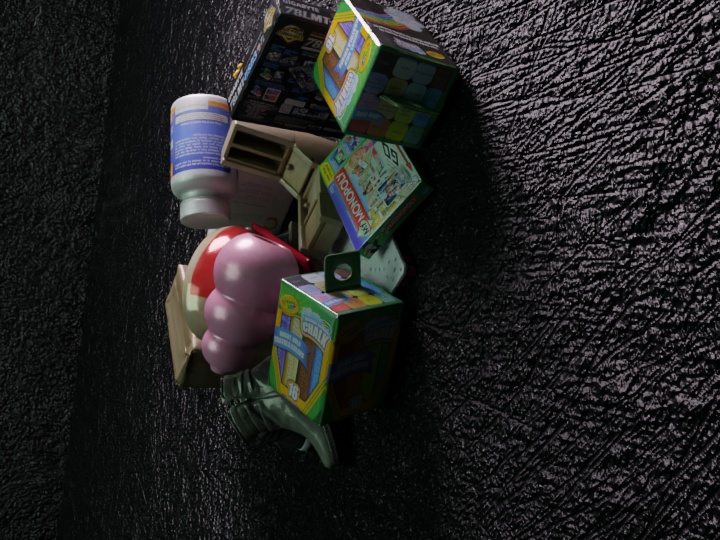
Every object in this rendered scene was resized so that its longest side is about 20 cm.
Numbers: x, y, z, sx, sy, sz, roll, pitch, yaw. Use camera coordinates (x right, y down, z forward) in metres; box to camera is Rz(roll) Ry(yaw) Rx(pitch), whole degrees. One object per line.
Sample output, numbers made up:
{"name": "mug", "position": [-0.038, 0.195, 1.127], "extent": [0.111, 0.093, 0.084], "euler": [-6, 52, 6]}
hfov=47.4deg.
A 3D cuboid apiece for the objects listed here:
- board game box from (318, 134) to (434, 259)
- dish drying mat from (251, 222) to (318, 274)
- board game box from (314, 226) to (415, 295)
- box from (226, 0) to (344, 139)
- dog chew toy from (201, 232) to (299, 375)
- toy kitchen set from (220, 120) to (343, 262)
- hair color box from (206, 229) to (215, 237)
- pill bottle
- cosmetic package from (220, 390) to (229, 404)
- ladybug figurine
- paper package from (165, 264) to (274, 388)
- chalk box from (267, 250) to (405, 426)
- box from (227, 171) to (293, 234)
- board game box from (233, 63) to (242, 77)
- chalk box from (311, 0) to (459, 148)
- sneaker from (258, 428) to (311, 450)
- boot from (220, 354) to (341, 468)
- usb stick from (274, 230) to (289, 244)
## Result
{"name": "board game box", "position": [0.016, -0.130, 1.145], "extent": [0.135, 0.029, 0.201], "euler": [-46, 42, 20]}
{"name": "dish drying mat", "position": [-0.109, -0.017, 1.257], "extent": [0.200, 0.018, 0.077], "euler": [34, 155, 55]}
{"name": "board game box", "position": [0.000, 0.000, 1.187], "extent": [0.201, 0.026, 0.201], "euler": [-59, 36, 35]}
{"name": "box", "position": [-0.071, -0.290, 1.205], "extent": [0.199, 0.198, 0.050], "euler": [-54, 42, 42]}
{"name": "dog chew toy", "position": [-0.166, 0.052, 1.167], "extent": [0.124, 0.123, 0.202], "euler": [27, 96, 60]}
{"name": "toy kitchen set", "position": [-0.135, -0.101, 1.272], "extent": [0.201, 0.178, 0.164], "euler": [-96, 28, -47]}
{"name": "hair color box", "position": [-0.267, -0.075, 1.656], "extent": [0.099, 0.060, 0.203], "euler": [28, 108, 59]}
{"name": "pill bottle", "position": [-0.258, -0.176, 1.353], "extent": [0.112, 0.111, 0.203], "euler": [-27, 62, 56]}
{"name": "cosmetic package", "position": [-0.218, 0.136, 1.506], "extent": [0.105, 0.070, 0.202], "euler": [-54, 40, 40]}
{"name": "ladybug figurine", "position": [-0.201, 0.016, 1.271], "extent": [0.071, 0.135, 0.202], "euler": [-11, 54, 43]}
{"name": "paper package", "position": [-0.216, 0.096, 1.379], "extent": [0.104, 0.198, 0.192], "euler": [-57, 38, 38]}
{"name": "chalk box", "position": [-0.030, 0.076, 1.076], "extent": [0.123, 0.124, 0.203], "euler": [30, 119, 42]}
{"name": "box", "position": [-0.182, -0.171, 1.455], "extent": [0.201, 0.123, 0.098], "euler": [-64, 35, 30]}
{"name": "board game box", "position": [-0.188, -0.348, 1.469], "extent": [0.200, 0.026, 0.200], "euler": [-52, 8, -38]}
{"name": "chalk box", "position": [0.035, -0.245, 1.063], "extent": [0.125, 0.123, 0.201], "euler": [-62, 34, 32]}
{"name": "sneaker", "position": [-0.109, 0.178, 1.269], "extent": [0.071, 0.098, 0.203], "euler": [19, 97, 63]}
{"name": "boot", "position": [-0.118, 0.221, 1.202], "extent": [0.201, 0.130, 0.068], "euler": [60, 173, 19]}
{"name": "usb stick", "position": [-0.148, -0.037, 1.452], "extent": [0.199, 0.032, 0.056], "euler": [-10, 96, 61]}
